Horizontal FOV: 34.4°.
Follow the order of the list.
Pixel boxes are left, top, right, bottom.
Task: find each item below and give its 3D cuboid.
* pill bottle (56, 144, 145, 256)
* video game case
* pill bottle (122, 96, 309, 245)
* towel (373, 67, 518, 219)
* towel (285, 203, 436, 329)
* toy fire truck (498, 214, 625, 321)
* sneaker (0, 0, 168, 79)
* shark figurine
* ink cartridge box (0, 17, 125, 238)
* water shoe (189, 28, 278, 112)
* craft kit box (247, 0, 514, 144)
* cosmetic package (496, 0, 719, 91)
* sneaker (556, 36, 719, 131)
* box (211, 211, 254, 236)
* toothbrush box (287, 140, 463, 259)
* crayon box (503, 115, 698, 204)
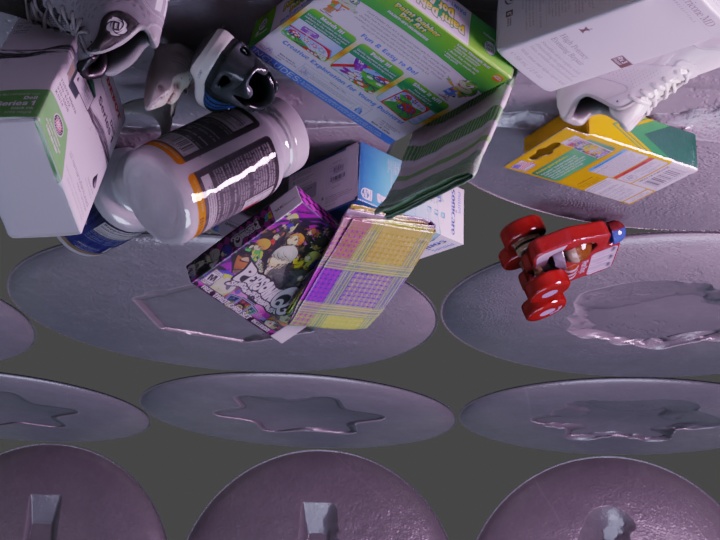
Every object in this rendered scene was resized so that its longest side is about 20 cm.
[{"bbox_3d":[-0.318,-0.095,1.523,0.110,0.112,0.199,17,155,-35],"label":"pill bottle"},{"bbox_3d":[-0.093,-0.002,1.495,0.181,0.036,0.200,-35,139,14],"label":"video game case"},{"bbox_3d":[-0.158,-0.119,1.309,0.199,0.117,0.116,-33,-175,-38],"label":"pill bottle"},{"bbox_3d":[0.095,-0.149,1.208,0.023,0.201,0.152,39,145,-21],"label":"towel"},{"bbox_3d":[0.000,0.000,1.497,0.143,0.023,0.201,6,131,-33],"label":"towel"},{"bbox_3d":[0.296,-0.021,1.677,0.167,0.113,0.200,-22,160,-3],"label":"toy fire truck"},{"bbox_3d":[-0.283,-0.240,1.118,0.198,0.117,0.075,0,160,7],"label":"sneaker"},{"bbox_3d":[-0.217,-0.221,1.259,0.089,0.129,0.214,33,172,-9],"label":"shark figurine"},{"bbox_3d":[-0.315,-0.154,1.184,0.083,0.201,0.147,-2,133,9],"label":"ink cartridge box"},{"bbox_3d":[-0.128,-0.189,1.214,0.079,0.072,0.200,36,180,2],"label":"water shoe"},{"bbox_3d":[0.019,-0.223,1.171,0.199,0.049,0.197,31,151,-28],"label":"craft kit box"},{"bbox_3d":[0.238,-0.245,1.099,0.199,0.075,0.101,-13,155,39],"label":"cosmetic package"},{"bbox_3d":[0.293,-0.191,1.194,0.199,0.100,0.078,-10,156,32],"label":"sneaker"},{"bbox_3d":[-0.134,-0.050,1.599,0.155,0.042,0.199,20,-178,-39],"label":"box"},{"bbox_3d":[0.021,-0.082,1.549,0.199,0.086,0.146,21,153,-38],"label":"toothbrush box"},{"bbox_3d":[0.287,-0.144,1.394,0.198,0.052,0.126,12,158,-26],"label":"crayon box"}]
